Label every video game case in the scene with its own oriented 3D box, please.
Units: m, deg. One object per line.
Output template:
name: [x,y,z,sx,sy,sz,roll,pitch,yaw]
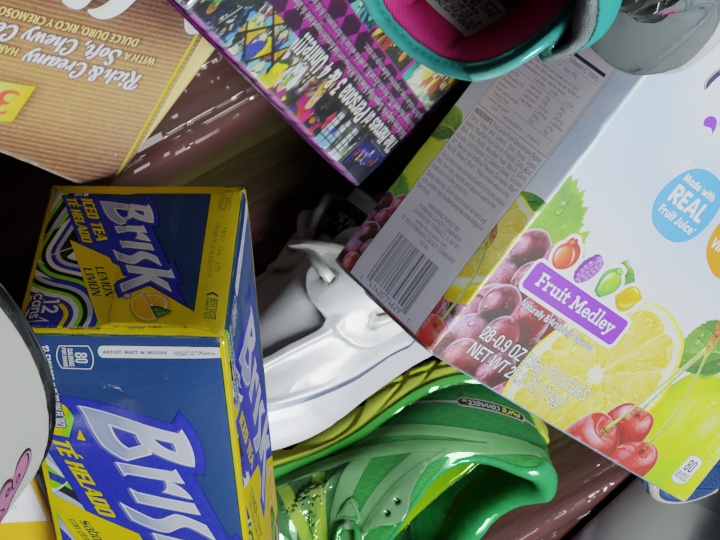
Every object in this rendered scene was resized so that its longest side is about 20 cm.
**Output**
video game case: [0.027,-0.122,0.674,0.181,0.036,0.200,-48,163,1]

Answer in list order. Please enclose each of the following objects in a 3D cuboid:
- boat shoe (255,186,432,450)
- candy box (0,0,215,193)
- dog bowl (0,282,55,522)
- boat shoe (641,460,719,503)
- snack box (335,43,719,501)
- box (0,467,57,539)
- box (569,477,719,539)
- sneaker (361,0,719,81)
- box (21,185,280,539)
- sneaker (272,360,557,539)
boat shoe: [0.000,0.000,0.819,0.200,0.074,0.065,-28,129,-22]
candy box: [-0.067,-0.127,0.654,0.115,0.055,0.200,23,111,-47]
dog bowl: [-0.192,0.049,0.637,0.200,0.074,0.200,6,139,5]
boat shoe: [0.161,0.002,0.923,0.072,0.072,0.200,11,114,-43]
snack box: [0.115,-0.036,0.782,0.169,0.068,0.200,30,98,-46]
box: [-0.170,0.017,0.686,0.119,0.041,0.200,-3,136,10]
box: [0.225,0.152,1.010,0.198,0.200,0.123,-45,139,7]
sneaker: [0.054,-0.089,0.599,0.121,0.084,0.200,-47,155,-20]
box: [-0.063,0.067,0.736,0.064,0.070,0.200,0,134,4]
sneaker: [-0.010,0.111,0.893,0.200,0.084,0.074,-36,140,-2]
